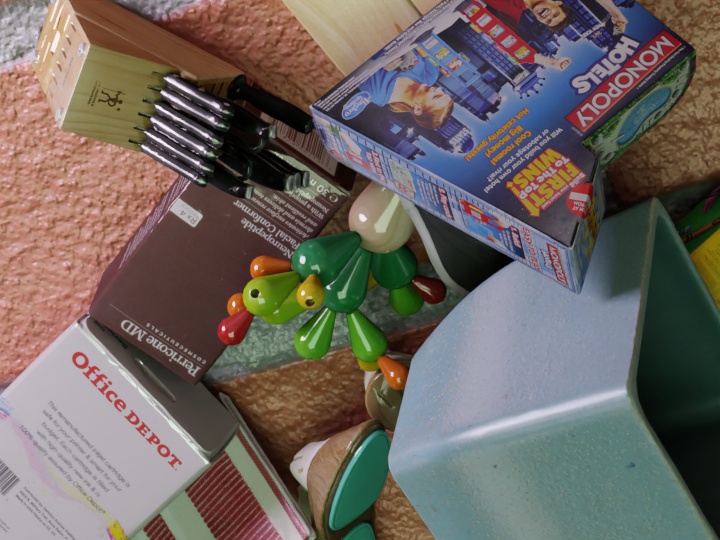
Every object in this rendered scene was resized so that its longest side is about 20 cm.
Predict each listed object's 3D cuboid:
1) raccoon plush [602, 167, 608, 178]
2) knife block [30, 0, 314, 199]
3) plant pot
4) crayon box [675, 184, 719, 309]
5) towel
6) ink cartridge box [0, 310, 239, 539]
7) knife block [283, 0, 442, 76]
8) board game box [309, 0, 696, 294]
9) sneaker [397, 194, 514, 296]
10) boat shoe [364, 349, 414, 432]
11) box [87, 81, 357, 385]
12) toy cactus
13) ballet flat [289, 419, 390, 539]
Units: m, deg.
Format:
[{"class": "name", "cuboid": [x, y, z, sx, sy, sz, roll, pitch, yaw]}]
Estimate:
[{"class": "raccoon plush", "cuboid": [0.159, -0.137, 1.466, 0.097, 0.134, 0.200, 27, 83, 9]}, {"class": "knife block", "cuboid": [-0.123, -0.118, 1.445, 0.175, 0.200, 0.064, 15, 109, -24]}, {"class": "plant pot", "cuboid": [0.134, 0.105, 1.391, 0.200, 0.196, 0.197, -16, 124, 26]}, {"class": "crayon box", "cuboid": [0.296, 0.039, 1.503, 0.119, 0.058, 0.200, -41, 107, -8]}, {"class": "towel", "cuboid": [-0.133, 0.210, 1.634, 0.200, 0.023, 0.144, -45, 66, 22]}, {"class": "ink cartridge box", "cuboid": [-0.212, 0.138, 1.598, 0.145, 0.084, 0.200, 46, 112, -2]}, {"class": "knife block", "cuboid": [-0.022, -0.193, 1.438, 0.175, 0.064, 0.200, 8, 116, 2]}, {"class": "board game box", "cuboid": [0.108, -0.091, 1.340, 0.200, 0.200, 0.062, -39, 151, -10]}, {"class": "sneaker", "cuboid": [0.098, -0.026, 1.448, 0.099, 0.071, 0.200, 19, 159, 36]}, {"class": "boat shoe", "cuboid": [0.098, 0.108, 1.589, 0.200, 0.063, 0.073, 16, 109, -9]}, {"class": "box", "cuboid": [-0.100, -0.025, 1.530, 0.100, 0.075, 0.200, 34, 116, -11]}, {"class": "toy cactus", "cuboid": [0.000, 0.000, 1.477, 0.200, 0.102, 0.165, 9, 119, -45]}, {"class": "ballet flat", "cuboid": [-0.019, 0.174, 1.605, 0.072, 0.068, 0.200, 35, 146, 30]}]
